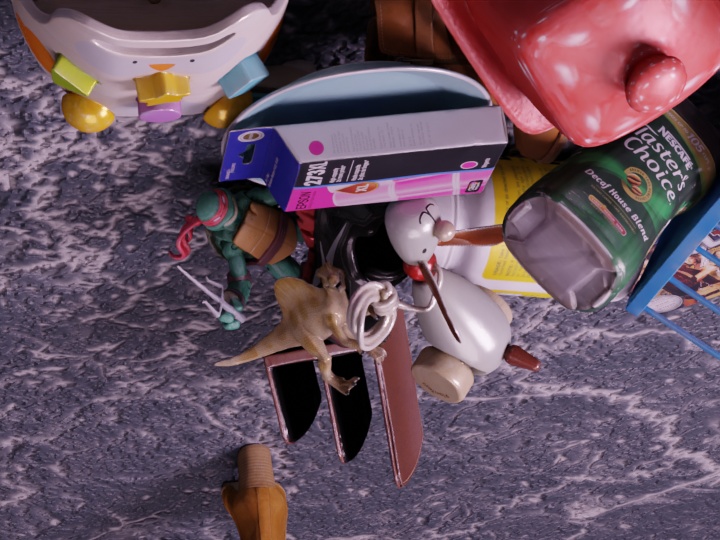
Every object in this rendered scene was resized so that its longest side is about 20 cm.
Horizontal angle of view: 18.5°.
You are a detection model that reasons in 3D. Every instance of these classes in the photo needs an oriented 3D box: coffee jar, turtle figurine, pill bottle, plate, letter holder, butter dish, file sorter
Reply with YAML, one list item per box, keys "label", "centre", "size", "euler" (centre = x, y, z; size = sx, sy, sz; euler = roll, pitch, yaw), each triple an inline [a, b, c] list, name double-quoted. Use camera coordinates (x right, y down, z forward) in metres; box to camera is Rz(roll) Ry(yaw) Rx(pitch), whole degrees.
- label: "coffee jar"
  centre: [0.199, -0.062, 1.693]
  size: [0.104, 0.200, 0.085]
  euler: [45, 138, 1]
- label: "turtle figurine"
  centre: [-0.071, -0.027, 1.813]
  size: [0.199, 0.101, 0.150]
  euler: [22, 105, -47]
- label: "pill bottle"
  centre: [0.126, -0.036, 1.816]
  size: [0.198, 0.115, 0.114]
  euler: [4, 151, -19]
- label: "plate"
  centre: [-0.004, -0.109, 1.591]
  size: [0.198, 0.026, 0.200]
  euler: [-8, 159, -3]
- label: "letter holder"
  centre: [-0.009, 0.117, 1.952]
  size: [0.100, 0.144, 0.200]
  euler: [-11, -173, 9]
- label: "butter dish"
  centre: [0.174, -0.164, 1.495]
  size: [0.199, 0.148, 0.200]
  euler: [-32, 136, 7]
- label: "file sorter"
  centre: [0.326, -0.034, 1.775]
  size: [0.122, 0.139, 0.200]
  euler: [33, 141, -1]

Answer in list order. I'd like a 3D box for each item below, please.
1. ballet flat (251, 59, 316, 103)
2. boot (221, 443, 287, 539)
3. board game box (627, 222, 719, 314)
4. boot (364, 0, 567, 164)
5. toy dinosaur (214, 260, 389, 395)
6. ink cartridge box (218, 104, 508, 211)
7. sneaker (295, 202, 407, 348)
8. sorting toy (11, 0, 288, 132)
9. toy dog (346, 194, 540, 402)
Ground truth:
- label: "ballet flat"
  centre: [-0.028, -0.123, 1.675]
  size: [0.199, 0.070, 0.069]
  euler: [16, 146, -27]
- label: "boot"
  centre: [-0.109, 0.286, 2.338]
  size: [0.070, 0.145, 0.202]
  euler: [-3, 152, -4]
- label: "board game box"
  centre: [0.319, -0.026, 1.960]
  size: [0.199, 0.035, 0.135]
  euler: [-21, 149, 25]
- label: "boot"
  centre: [0.080, -0.146, 1.629]
  size: [0.154, 0.077, 0.201]
  euler: [-9, 147, -6]
- label: "toy dinosaur"
  centre: [-0.033, 0.045, 1.747]
  size: [0.101, 0.058, 0.200]
  euler: [39, 144, -7]
- label: "ink cartridge box"
  centre: [0.001, -0.079, 1.589]
  size: [0.198, 0.037, 0.095]
  euler: [-4, 161, -10]
- label: "sneaker"
  centre: [0.000, 0.000, 1.756]
  size: [0.071, 0.098, 0.201]
  euler: [-35, 143, -27]
- label: "sorting toy"
  centre: [-0.136, -0.156, 1.482]
  size: [0.198, 0.108, 0.180]
  euler: [-3, 178, -7]
- label: "toy dog"
  centre: [0.082, 0.027, 1.698]
  size: [0.096, 0.133, 0.200]
  euler: [14, 168, 29]
